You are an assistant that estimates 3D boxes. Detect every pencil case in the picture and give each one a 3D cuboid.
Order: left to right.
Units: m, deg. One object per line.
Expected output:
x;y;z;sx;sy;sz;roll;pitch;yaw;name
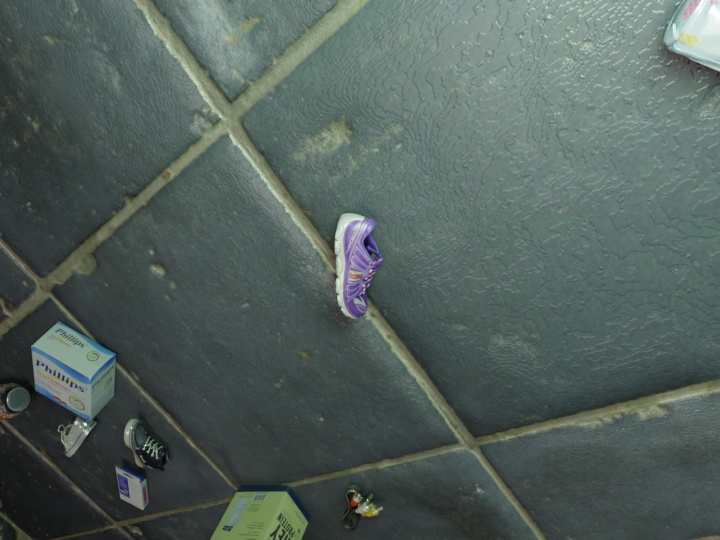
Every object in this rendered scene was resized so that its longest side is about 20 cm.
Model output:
0.436;-0.241;0.602;0.197;0.083;0.092;31;108;2;pencil case

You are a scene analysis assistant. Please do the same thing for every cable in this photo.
-0.020;0.619;1.422;0.096;0.051;0.202;32;128;1;cable

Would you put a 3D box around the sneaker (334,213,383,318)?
0.000;0.000;0.968;0.081;0.081;0.204;6;125;12;sneaker

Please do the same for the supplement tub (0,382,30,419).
-1.111;0.408;1.716;0.196;0.108;0.109;-12;118;30;supplement tub

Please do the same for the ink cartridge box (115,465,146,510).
-0.746;0.703;1.809;0.093;0.037;0.203;22;131;9;ink cartridge box

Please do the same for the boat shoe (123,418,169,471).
-0.609;0.503;1.594;0.090;0.076;0.203;9;134;9;boat shoe

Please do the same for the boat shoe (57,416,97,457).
-0.888;0.501;1.705;0.086;0.075;0.202;39;127;-8;boat shoe

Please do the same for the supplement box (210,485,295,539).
-0.277;0.718;1.507;0.196;0.201;0.136;-14;118;30;supplement box

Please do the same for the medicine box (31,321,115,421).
-0.759;0.270;1.469;0.179;0.104;0.202;27;130;3;medicine box
